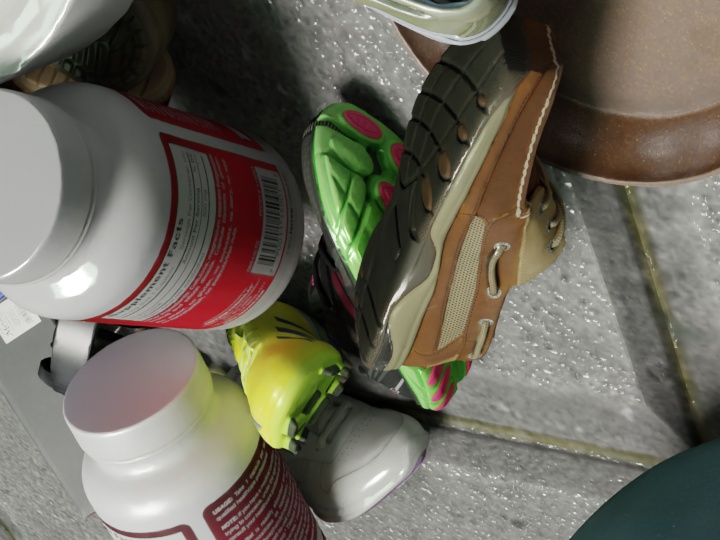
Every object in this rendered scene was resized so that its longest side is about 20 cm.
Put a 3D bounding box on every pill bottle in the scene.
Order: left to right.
[{"bbox_3d":[-0.119,-0.030,0.726,0.111,0.114,0.199,18,-176,27],"label":"pill bottle"},{"bbox_3d":[-0.097,0.136,0.883,0.112,0.113,0.201,8,136,37],"label":"pill bottle"}]

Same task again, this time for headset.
[{"bbox_3d":[-0.147,0.035,0.943,0.093,0.125,0.200,19,161,2],"label":"headset"}]

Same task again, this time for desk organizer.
[{"bbox_3d":[-0.215,0.069,1.072,0.071,0.077,0.201,-32,92,21],"label":"desk organizer"}]

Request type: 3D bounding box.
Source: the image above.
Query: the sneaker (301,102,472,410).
[{"bbox_3d":[0.000,0.000,0.787,0.083,0.077,0.201,9,136,30],"label":"sneaker"}]

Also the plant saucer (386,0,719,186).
[{"bbox_3d":[0.091,-0.122,0.591,0.199,0.035,0.201,25,146,19],"label":"plant saucer"}]

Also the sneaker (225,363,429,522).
[{"bbox_3d":[-0.042,0.108,0.958,0.199,0.075,0.100,-6,129,47],"label":"sneaker"}]

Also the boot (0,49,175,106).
[{"bbox_3d":[-0.170,-0.092,0.866,0.198,0.073,0.167,18,154,25],"label":"boot"}]

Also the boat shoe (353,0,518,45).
[{"bbox_3d":[-0.028,-0.150,0.565,0.198,0.073,0.062,24,-177,7],"label":"boat shoe"}]

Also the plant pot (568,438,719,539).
[{"bbox_3d":[0.203,0.160,0.733,0.198,0.135,0.201,25,145,19],"label":"plant pot"}]

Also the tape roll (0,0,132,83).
[{"bbox_3d":[-0.191,-0.186,0.670,0.200,0.071,0.205,9,113,21],"label":"tape roll"}]

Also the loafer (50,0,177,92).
[{"bbox_3d":[-0.176,-0.161,0.753,0.199,0.067,0.076,39,117,8],"label":"loafer"}]

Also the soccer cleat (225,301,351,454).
[{"bbox_3d":[-0.051,0.053,0.840,0.083,0.065,0.200,37,-179,0],"label":"soccer cleat"}]

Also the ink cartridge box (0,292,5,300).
[{"bbox_3d":[-0.222,-0.061,0.775,0.042,0.120,0.200,-39,112,14],"label":"ink cartridge box"}]

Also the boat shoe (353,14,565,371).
[{"bbox_3d":[0.054,-0.028,0.658,0.073,0.076,0.201,8,140,-13],"label":"boat shoe"}]
